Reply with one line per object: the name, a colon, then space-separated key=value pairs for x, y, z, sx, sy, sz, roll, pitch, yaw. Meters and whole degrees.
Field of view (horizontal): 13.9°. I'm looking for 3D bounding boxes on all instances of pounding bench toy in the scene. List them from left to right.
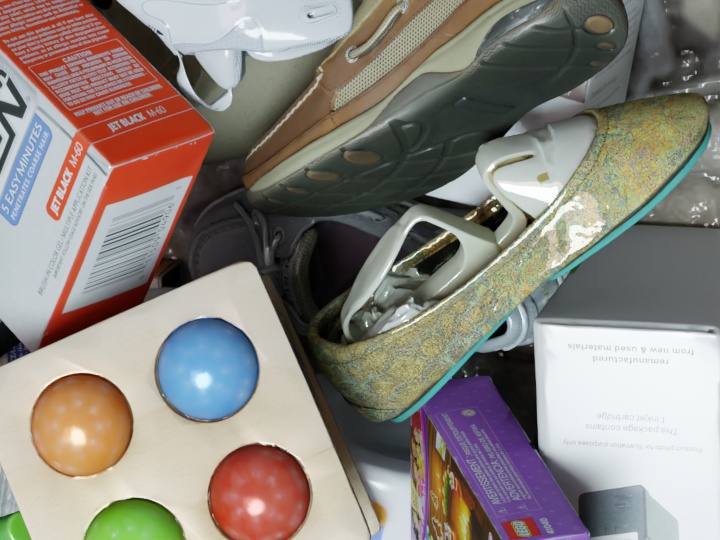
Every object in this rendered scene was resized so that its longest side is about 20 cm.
pounding bench toy: x=-0.107 y=0.094 z=1.227 sx=0.200 sy=0.156 sz=0.124 roll=-24 pitch=86 yaw=1

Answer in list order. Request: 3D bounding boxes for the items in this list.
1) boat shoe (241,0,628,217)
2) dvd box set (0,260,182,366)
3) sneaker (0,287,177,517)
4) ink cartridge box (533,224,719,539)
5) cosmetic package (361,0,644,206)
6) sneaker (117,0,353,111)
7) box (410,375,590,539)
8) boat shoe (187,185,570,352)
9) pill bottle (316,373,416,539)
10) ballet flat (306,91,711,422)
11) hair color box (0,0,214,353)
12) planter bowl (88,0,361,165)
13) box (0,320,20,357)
boat shoe: x=0.028 y=-0.087 z=1.234 sx=0.200 sy=0.076 sz=0.074 roll=-31 pitch=62 yaw=35
dvd box set: x=-0.178 y=0.065 z=1.461 sx=0.199 sy=0.029 sz=0.147 roll=0 pitch=108 yaw=19
sneaker: x=-0.148 y=0.076 z=1.365 sx=0.200 sy=0.114 sz=0.073 roll=-27 pitch=90 yaw=0
ink cartridge box: x=0.133 y=0.095 z=1.297 sx=0.084 sy=0.146 sz=0.201 roll=2 pitch=109 yaw=17
cosmetic package: x=0.065 y=-0.132 z=1.280 sx=0.113 sy=0.081 sz=0.200 roll=14 pitch=113 yaw=17
sneaker: x=-0.020 y=-0.156 z=1.199 sx=0.200 sy=0.075 sz=0.115 roll=-36 pitch=95 yaw=-4
box: x=0.057 y=0.165 z=1.267 sx=0.039 sy=0.137 sz=0.200 roll=-7 pitch=117 yaw=-13
boat shoe: x=0.001 y=0.002 z=1.347 sx=0.202 sy=0.065 sz=0.075 roll=11 pitch=112 yaw=30
pill bottle: x=-0.007 y=0.158 z=1.388 sx=0.112 sy=0.112 sz=0.200 roll=20 pitch=113 yaw=12
ballet flat: x=0.056 y=-0.016 z=1.230 sx=0.200 sy=0.071 sz=0.071 roll=-42 pitch=91 yaw=17
hair color box: x=-0.160 y=-0.075 z=1.230 sx=0.200 sy=0.064 sz=0.111 roll=46 pitch=133 yaw=23
planter bowl: x=-0.094 y=-0.132 z=1.308 sx=0.200 sy=0.135 sz=0.201 roll=6 pitch=109 yaw=17
box: x=-0.220 y=-0.051 z=1.391 sx=0.141 sy=0.079 sz=0.200 roll=-37 pitch=84 yaw=17
